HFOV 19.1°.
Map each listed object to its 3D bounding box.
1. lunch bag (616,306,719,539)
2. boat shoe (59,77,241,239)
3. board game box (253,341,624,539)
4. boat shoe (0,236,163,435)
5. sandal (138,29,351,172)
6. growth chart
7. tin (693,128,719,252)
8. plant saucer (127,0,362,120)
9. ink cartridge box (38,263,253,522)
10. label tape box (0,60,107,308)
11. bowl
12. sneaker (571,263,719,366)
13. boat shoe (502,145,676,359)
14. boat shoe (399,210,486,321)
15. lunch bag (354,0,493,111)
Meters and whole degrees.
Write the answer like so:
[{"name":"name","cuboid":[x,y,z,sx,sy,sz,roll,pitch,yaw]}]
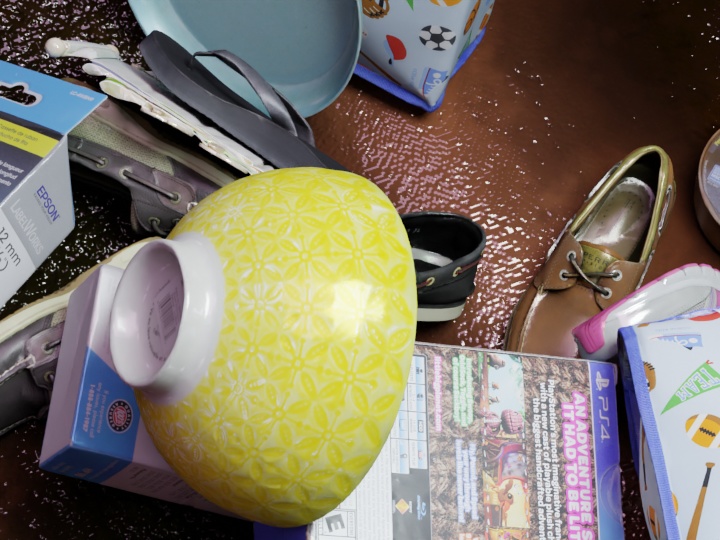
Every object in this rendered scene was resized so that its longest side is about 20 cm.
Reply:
[{"name":"lunch bag","cuboid":[0.238,0.106,1.187,0.168,0.124,0.201,-9,55,1]},{"name":"boat shoe","cuboid":[-0.129,-0.051,1.400,0.199,0.073,0.065,31,79,12]},{"name":"board game box","cuboid":[0.045,0.134,1.237,0.198,0.097,0.161,7,69,-20]},{"name":"boat shoe","cuboid":[-0.181,0.055,1.331,0.200,0.072,0.066,-37,63,-25]},{"name":"sandal","cuboid":[-0.058,-0.101,1.406,0.199,0.076,0.043,36,99,11]},{"name":"growth chart","cuboid":[-0.116,-0.100,1.394,0.199,0.145,0.018,34,100,13]},{"name":"tin","cuboid":[0.317,-0.031,1.425,0.199,0.042,0.112,29,67,13]},{"name":"plant saucer","cuboid":[-0.077,-0.193,1.410,0.199,0.201,0.027,32,45,15]},{"name":"ink cartridge box","cuboid":[-0.084,0.083,1.294,0.198,0.067,0.117,17,65,-21]},{"name":"label tape box","cuboid":[-0.260,-0.041,1.357,0.142,0.066,0.200,20,57,37]},{"name":"bowl","cuboid":[-0.070,0.032,1.152,0.107,0.200,0.202,14,54,-35]},{"name":"sneaker","cuboid":[0.216,0.052,1.316,0.199,0.081,0.089,1,65,-38]},{"name":"boat shoe","cuboid":[0.145,0.003,1.378,0.071,0.068,0.201,22,63,8]},{"name":"boat shoe","cuboid":[-0.002,-0.002,1.321,0.200,0.064,0.074,-7,38,-44]},{"name":"lunch bag","cuboid":[0.000,-0.235,1.437,0.199,0.171,0.124,26,50,9]}]
